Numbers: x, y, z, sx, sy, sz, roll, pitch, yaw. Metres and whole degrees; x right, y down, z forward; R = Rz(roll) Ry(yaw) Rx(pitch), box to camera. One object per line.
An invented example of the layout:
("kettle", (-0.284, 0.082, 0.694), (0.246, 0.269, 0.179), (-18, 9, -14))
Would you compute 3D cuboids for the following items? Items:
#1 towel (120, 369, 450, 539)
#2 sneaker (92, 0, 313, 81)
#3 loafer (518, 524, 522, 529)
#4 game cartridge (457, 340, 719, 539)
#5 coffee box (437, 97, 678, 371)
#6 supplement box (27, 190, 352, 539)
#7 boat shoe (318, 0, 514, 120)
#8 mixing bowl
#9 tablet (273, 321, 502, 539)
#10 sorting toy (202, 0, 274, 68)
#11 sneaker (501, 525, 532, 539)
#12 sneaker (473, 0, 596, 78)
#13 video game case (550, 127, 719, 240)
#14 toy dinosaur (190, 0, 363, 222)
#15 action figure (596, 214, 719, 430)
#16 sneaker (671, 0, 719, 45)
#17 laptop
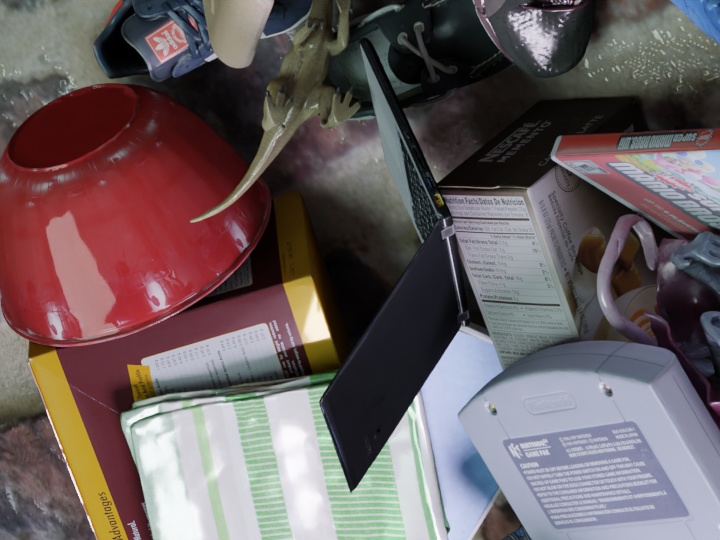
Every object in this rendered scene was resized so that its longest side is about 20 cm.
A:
("towel", (-0.048, 0.140, 1.803), (0.199, 0.023, 0.153), (-10, 114, 5))
("sneaker", (-0.103, -0.166, 1.777), (0.200, 0.084, 0.075), (-20, 106, 51))
("loafer", (0.136, 0.225, 1.898), (0.072, 0.073, 0.200), (14, 137, -17))
("game cartridge", (0.143, 0.106, 1.598), (0.133, 0.041, 0.200), (55, 150, -13))
("coffee box", (0.138, 0.008, 1.659), (0.079, 0.114, 0.201), (3, 122, 45))
("supplement box", (-0.105, 0.084, 1.870), (0.199, 0.133, 0.198), (-16, 117, 4))
("boat shoe", (0.038, -0.135, 1.680), (0.200, 0.060, 0.076), (-23, 105, 52))
("mixing bowl", (-0.170, -0.053, 1.808), (0.199, 0.200, 0.109), (9, 135, 41))
("tablet", (0.040, 0.122, 1.819), (0.130, 0.014, 0.201), (23, 113, -15))
("sorting toy", (-0.088, -0.237, 1.645), (0.185, 0.036, 0.201), (129, 126, -79))
("sneaker", (0.165, 0.219, 1.801), (0.085, 0.199, 0.077), (-48, 39, 18))
("sneaker", (0.103, -0.178, 1.525), (0.116, 0.075, 0.201), (-107, 5, -56))
("video game case", (0.219, -0.041, 1.526), (0.143, 0.018, 0.200), (30, 164, -30))
("toy dinosaur", (-0.040, -0.109, 1.685), (0.058, 0.201, 0.101), (20, -176, -15))
("action figure", (0.209, 0.082, 1.618), (0.148, 0.134, 0.201), (17, 146, 22))
("sneaker", (0.209, -0.147, 1.442), (0.077, 0.111, 0.200), (-44, 89, 13))
("laptop", (0.000, 0.000, 1.645), (0.187, 0.115, 0.201), (76, 170, -69))
